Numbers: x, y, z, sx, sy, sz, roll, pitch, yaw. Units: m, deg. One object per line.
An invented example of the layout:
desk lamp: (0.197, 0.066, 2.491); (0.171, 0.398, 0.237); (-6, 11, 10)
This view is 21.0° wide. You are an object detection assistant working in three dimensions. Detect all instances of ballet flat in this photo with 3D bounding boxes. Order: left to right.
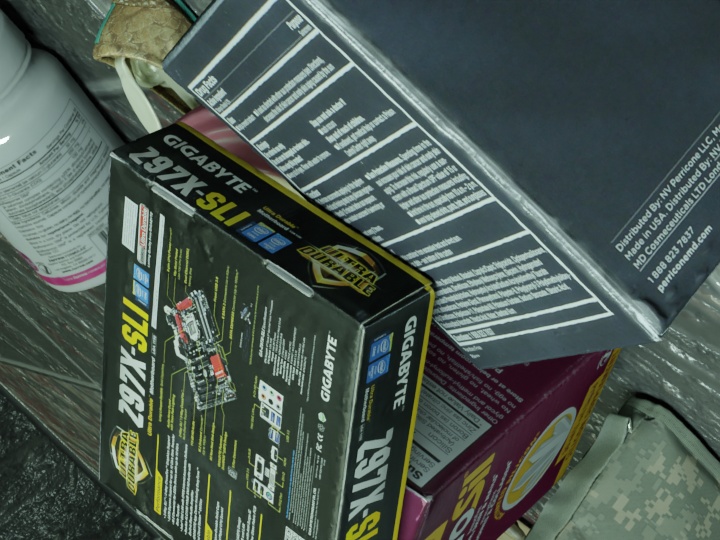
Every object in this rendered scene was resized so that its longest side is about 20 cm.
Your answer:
ballet flat: (-0.083, -0.082, 1.150); (0.200, 0.065, 0.070); (45, 162, -14)

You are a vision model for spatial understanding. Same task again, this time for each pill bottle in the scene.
pill bottle: (-0.239, -0.088, 1.405); (0.113, 0.113, 0.200); (21, 154, 49)

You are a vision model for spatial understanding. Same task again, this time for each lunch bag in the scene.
lunch bag: (0.159, 0.190, 1.126); (0.118, 0.164, 0.200); (11, 146, 54)

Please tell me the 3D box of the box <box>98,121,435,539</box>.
box: (-0.049, 0.056, 0.881); (0.160, 0.049, 0.200); (34, 134, 32)

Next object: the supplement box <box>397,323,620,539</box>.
supplement box: (0.036, 0.083, 1.005); (0.103, 0.200, 0.131); (36, 134, 19)

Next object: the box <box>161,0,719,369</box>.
box: (0.045, -0.074, 0.772); (0.198, 0.123, 0.200); (43, 165, -8)

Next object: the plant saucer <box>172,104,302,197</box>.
plant saucer: (-0.047, -0.002, 1.110); (0.200, 0.051, 0.201); (11, 123, 17)

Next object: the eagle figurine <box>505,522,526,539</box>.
eagle figurine: (0.055, 0.166, 1.380); (0.151, 0.152, 0.200); (23, 162, -11)

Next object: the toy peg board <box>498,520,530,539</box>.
toy peg board: (0.047, 0.263, 1.553); (0.200, 0.199, 0.098); (35, 178, 22)
